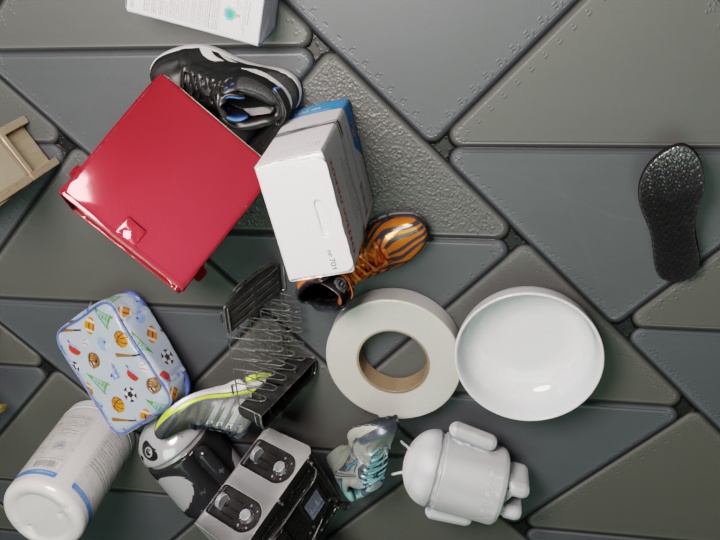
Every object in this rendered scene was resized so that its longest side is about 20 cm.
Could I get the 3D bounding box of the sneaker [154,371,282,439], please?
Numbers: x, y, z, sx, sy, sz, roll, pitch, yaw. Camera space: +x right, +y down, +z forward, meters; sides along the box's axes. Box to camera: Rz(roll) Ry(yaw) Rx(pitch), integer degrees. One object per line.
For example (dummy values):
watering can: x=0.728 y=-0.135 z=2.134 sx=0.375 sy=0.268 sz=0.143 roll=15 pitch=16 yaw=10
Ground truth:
sneaker: x=-0.204 y=0.213 z=1.181 sx=0.197 sy=0.074 sz=0.082 roll=-19 pitch=74 yaw=-10

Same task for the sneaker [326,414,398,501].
sneaker: x=0.017 y=0.279 z=1.185 sx=0.077 sy=0.087 sz=0.201 roll=-9 pitch=152 yaw=-26

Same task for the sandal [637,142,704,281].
sandal: x=0.382 y=-0.073 z=0.989 sx=0.074 sy=0.045 sz=0.202 roll=-4 pitch=131 yaw=19

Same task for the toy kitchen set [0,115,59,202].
toy kitchen set: x=-0.553 y=-0.135 z=1.058 sx=0.198 sy=0.181 sz=0.164 roll=-29 pitch=108 yaw=19

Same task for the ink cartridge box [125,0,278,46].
ink cartridge box: x=-0.192 y=-0.358 z=0.928 sx=0.197 sy=0.077 sz=0.138 roll=15 pitch=119 yaw=2

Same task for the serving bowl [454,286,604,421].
serving bowl: x=0.227 y=0.103 z=1.093 sx=0.197 sy=0.066 sz=0.203 roll=5 pitch=119 yaw=8

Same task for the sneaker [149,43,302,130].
sneaker: x=-0.177 y=-0.222 z=0.976 sx=0.197 sy=0.112 sz=0.074 roll=9 pitch=118 yaw=6

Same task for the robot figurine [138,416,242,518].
robot figurine: x=-0.261 y=0.305 z=1.262 sx=0.149 sy=0.125 sz=0.201 roll=-28 pitch=109 yaw=16

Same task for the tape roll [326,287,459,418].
tape roll: x=0.049 y=0.122 z=1.156 sx=0.199 sy=0.037 sz=0.206 roll=4 pitch=118 yaw=8

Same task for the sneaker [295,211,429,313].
sneaker: x=0.000 y=0.000 z=1.057 sx=0.198 sy=0.112 sz=0.078 roll=-27 pitch=110 yaw=23

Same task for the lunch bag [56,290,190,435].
lunch bag: x=-0.358 y=0.136 z=1.203 sx=0.159 sy=0.075 sz=0.202 roll=-29 pitch=92 yaw=28

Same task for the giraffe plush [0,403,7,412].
giraffe plush: x=-0.653 y=0.149 z=1.258 sx=0.197 sy=0.172 sz=0.165 roll=6 pitch=98 yaw=20

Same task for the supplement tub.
supplement tub: x=-0.452 y=0.316 z=1.264 sx=0.130 sy=0.201 sz=0.134 roll=5 pitch=118 yaw=9

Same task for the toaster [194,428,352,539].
toaster: x=-0.128 y=0.361 z=1.206 sx=0.118 sy=0.181 sz=0.201 roll=20 pitch=149 yaw=34

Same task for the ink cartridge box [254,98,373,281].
ink cartridge box: x=-0.047 y=-0.101 z=0.962 sx=0.084 sy=0.201 sz=0.148 roll=-8 pitch=116 yaw=14

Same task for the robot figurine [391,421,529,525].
robot figurine: x=0.147 y=0.302 z=1.186 sx=0.197 sy=0.113 sz=0.172 roll=14 pitch=109 yaw=4

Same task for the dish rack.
dish rack: x=-0.127 y=0.097 z=1.118 sx=0.054 sy=0.153 sz=0.203 roll=9 pitch=119 yaw=25

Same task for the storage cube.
storage cube: x=-0.234 y=-0.099 z=0.980 sx=0.199 sy=0.171 sz=0.181 roll=40 pitch=79 yaw=-10
